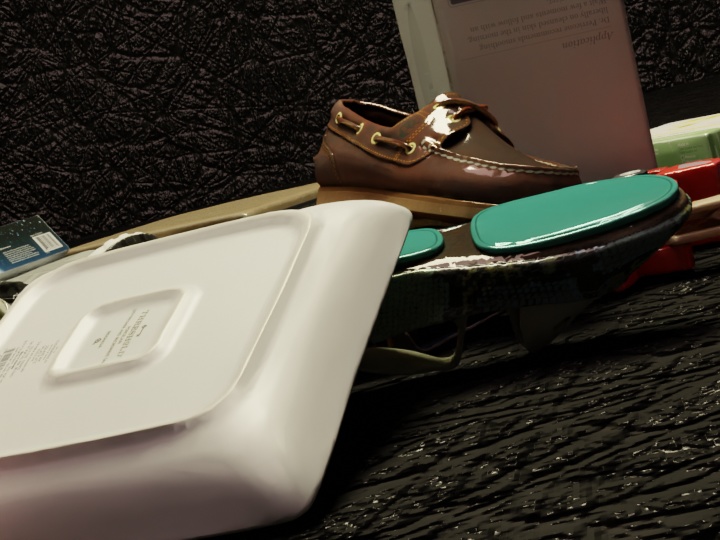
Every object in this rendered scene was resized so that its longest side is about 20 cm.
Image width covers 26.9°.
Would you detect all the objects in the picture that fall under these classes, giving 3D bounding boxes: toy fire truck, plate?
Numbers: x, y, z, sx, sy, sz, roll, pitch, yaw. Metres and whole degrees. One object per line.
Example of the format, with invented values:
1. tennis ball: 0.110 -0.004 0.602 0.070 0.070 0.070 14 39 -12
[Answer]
1. toy fire truck: 0.178 -0.027 0.770 0.140 0.049 0.200 -11 7 29
2. plate: -0.090 0.036 0.595 0.199 0.032 0.200 -13 29 22

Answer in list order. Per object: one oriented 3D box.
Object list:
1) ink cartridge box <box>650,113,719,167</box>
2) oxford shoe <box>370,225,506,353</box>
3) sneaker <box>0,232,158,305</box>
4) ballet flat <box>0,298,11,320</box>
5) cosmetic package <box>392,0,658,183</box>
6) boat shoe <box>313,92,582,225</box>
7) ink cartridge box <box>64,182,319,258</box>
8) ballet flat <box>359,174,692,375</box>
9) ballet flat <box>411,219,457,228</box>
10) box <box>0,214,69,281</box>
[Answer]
1. ink cartridge box: 0.294 -0.103 1.174 0.199 0.048 0.145 -21 8 -30
2. oxford shoe: -0.011 0.017 0.734 0.199 0.072 0.073 -17 11 -22
3. sneaker: -0.217 0.034 1.012 0.079 0.075 0.200 -12 9 45
4. ballet flat: -0.220 0.042 0.853 0.069 0.070 0.200 -14 -3 7
5. cosmetic package: 0.105 -0.113 0.989 0.122 0.202 0.199 -12 7 -3
6. boat shoe: 0.040 -0.059 0.788 0.070 0.071 0.199 8 2 -38
7. ink cartridge box: -0.107 -0.009 1.146 0.199 0.076 0.164 -11 6 35
8. ballet flat: 0.051 0.008 0.670 0.198 0.075 0.074 -10 7 12
9. ballet flat: 0.000 0.000 0.919 0.070 0.071 0.200 -18 8 -30
10. box: -0.297 0.040 1.015 0.137 0.038 0.200 -49 -9 24
